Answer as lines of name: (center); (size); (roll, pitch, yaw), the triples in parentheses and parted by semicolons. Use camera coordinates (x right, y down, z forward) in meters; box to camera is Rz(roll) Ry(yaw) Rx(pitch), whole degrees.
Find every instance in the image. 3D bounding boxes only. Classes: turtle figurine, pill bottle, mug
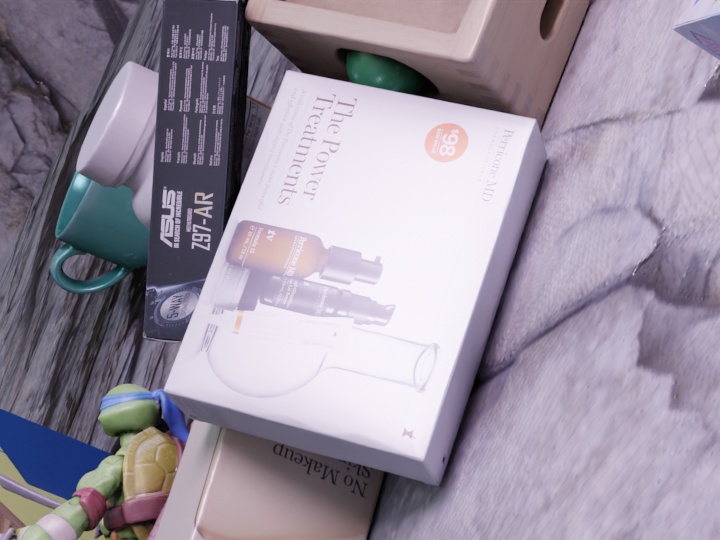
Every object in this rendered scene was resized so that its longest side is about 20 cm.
turtle figurine: (-0.160, 0.180, 1.067); (0.144, 0.200, 0.194); (110, 142, -71)
pill bottle: (-0.086, -0.062, 1.211); (0.113, 0.200, 0.113); (-55, 20, 30)
mug: (-0.241, -0.070, 1.847); (0.185, 0.114, 0.152); (-51, 22, 41)

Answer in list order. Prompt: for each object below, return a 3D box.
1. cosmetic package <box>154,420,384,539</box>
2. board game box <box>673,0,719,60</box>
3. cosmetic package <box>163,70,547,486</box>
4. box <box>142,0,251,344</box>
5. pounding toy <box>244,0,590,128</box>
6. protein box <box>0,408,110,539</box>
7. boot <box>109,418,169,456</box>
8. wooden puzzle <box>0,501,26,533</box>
cosmetic package: (-0.043, 0.106, 1.015); (0.073, 0.103, 0.200); (-37, 33, 56)
board game box: (0.200, -0.164, 0.641); (0.200, 0.041, 0.200); (-56, 3, 5)
cosmetic package: (0.000, 0.000, 0.958); (0.052, 0.151, 0.200); (63, -136, -65)
box: (-0.095, -0.067, 1.066); (0.160, 0.043, 0.200); (-92, 6, -80)
pounding toy: (0.035, -0.157, 1.045); (0.184, 0.142, 0.200); (16, 78, 32)
protein box: (-0.260, 0.235, 1.322); (0.200, 0.198, 0.135); (-55, 19, 30)
boot: (-0.110, 0.133, 1.213); (0.158, 0.079, 0.211); (-64, 26, 27)
wooden puzzle: (-0.179, 0.250, 1.091); (0.037, 0.185, 0.200); (-37, 23, 7)
